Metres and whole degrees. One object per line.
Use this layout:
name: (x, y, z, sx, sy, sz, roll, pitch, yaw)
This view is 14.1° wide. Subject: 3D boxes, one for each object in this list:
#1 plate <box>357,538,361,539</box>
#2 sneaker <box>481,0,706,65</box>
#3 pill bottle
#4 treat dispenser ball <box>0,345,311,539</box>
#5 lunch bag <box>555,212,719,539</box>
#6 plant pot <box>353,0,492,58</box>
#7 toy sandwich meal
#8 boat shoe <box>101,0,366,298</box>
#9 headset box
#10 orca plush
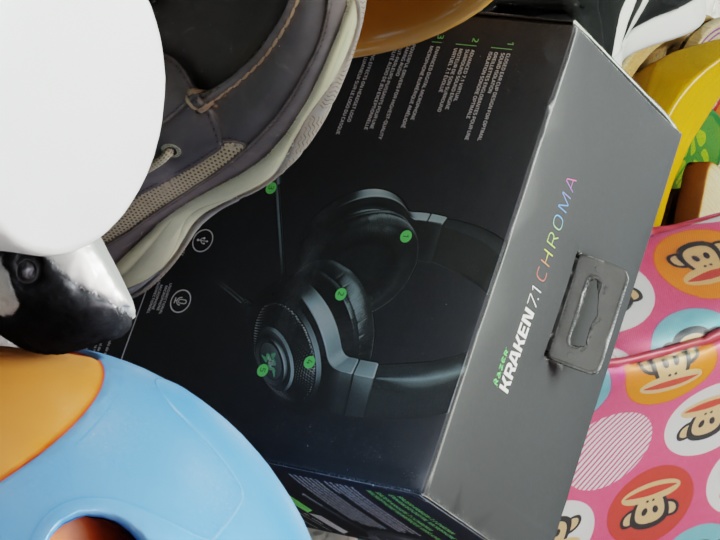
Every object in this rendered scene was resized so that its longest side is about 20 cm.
plate: (0.022, 0.035, 1.158, 0.200, 0.025, 0.201, -166, -90, -89)
sneaker: (0.087, -0.142, 1.248, 0.200, 0.073, 0.113, -32, 120, -58)
pill bottle: (-0.155, -0.056, 0.795, 0.111, 0.199, 0.112, -17, 111, -52)
treat dispenser ball: (-0.107, 0.122, 0.901, 0.200, 0.200, 0.202, -16, 110, -53)
lunch bag: (0.135, 0.068, 1.262, 0.199, 0.082, 0.177, -15, 131, -19)
plant pot: (-0.025, -0.204, 0.980, 0.200, 0.199, 0.184, 53, 39, -46)
toy sandwich meal: (0.163, -0.022, 1.374, 0.205, 0.070, 0.207, -17, 111, -53)
boat shoe: (-0.068, -0.057, 0.950, 0.073, 0.200, 0.075, 12, 48, -32)
headset box: (0.000, 0.000, 1.031, 0.093, 0.199, 0.175, 38, 66, -51)
orca plush: (-0.147, -0.052, 0.890, 0.201, 0.071, 0.105, 59, 0, 0)
